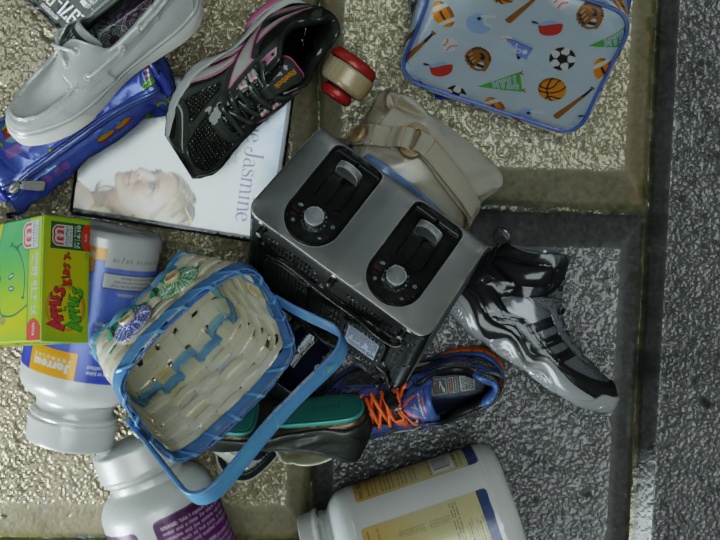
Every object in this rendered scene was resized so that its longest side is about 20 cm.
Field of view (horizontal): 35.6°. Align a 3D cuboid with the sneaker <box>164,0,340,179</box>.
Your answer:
[{"bbox_3d":[-0.092,-0.169,0.991,0.080,0.086,0.202,44,72,-35],"label":"sneaker"}]

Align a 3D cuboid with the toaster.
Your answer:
[{"bbox_3d":[0.000,0.000,0.966,0.180,0.201,0.119,36,69,8],"label":"toaster"}]

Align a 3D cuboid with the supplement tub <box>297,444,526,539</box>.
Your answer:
[{"bbox_3d":[0.050,0.259,1.051,0.196,0.144,0.147,-17,97,-1],"label":"supplement tub"}]

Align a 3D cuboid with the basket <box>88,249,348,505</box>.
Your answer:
[{"bbox_3d":[-0.125,0.083,0.932,0.176,0.199,0.140,-45,139,-18],"label":"basket"}]

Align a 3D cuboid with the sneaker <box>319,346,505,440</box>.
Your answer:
[{"bbox_3d":[0.046,0.119,1.069,0.196,0.078,0.077,-18,96,-2],"label":"sneaker"}]

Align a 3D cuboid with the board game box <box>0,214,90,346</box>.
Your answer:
[{"bbox_3d":[-0.310,0.015,0.980,0.047,0.198,0.104,5,82,-46],"label":"board game box"}]

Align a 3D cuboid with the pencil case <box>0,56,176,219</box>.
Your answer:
[{"bbox_3d":[-0.254,-0.130,1.003,0.198,0.087,0.078,-33,131,-1],"label":"pencil case"}]

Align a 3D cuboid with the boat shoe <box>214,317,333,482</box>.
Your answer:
[{"bbox_3d":[-0.078,0.115,1.071,0.074,0.062,0.202,33,94,-8],"label":"boat shoe"}]

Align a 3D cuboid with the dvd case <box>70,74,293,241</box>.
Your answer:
[{"bbox_3d":[-0.169,-0.110,1.063,0.196,0.018,0.146,8,95,-4],"label":"dvd case"}]

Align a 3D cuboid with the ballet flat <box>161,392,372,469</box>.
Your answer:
[{"bbox_3d":[-0.087,0.149,1.020,0.196,0.068,0.070,4,121,8],"label":"ballet flat"}]

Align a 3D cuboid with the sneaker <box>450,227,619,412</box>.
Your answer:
[{"bbox_3d":[0.184,0.045,1.070,0.198,0.076,0.115,34,96,-4],"label":"sneaker"}]

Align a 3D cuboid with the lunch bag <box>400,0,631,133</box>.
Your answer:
[{"bbox_3d":[0.135,-0.214,1.019,0.197,0.076,0.162,19,135,-3],"label":"lunch bag"}]

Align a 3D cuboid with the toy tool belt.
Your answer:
[{"bbox_3d":[0.023,-0.095,1.021,0.199,0.125,0.124,34,93,-19],"label":"toy tool belt"}]

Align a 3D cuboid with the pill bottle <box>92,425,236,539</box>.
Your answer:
[{"bbox_3d":[-0.176,0.252,1.053,0.110,0.112,0.203,-20,97,-1],"label":"pill bottle"}]

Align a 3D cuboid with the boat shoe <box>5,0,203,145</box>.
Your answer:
[{"bbox_3d":[-0.221,-0.184,0.935,0.198,0.069,0.073,-33,62,0],"label":"boat shoe"}]

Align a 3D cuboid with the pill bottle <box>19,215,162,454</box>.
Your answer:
[{"bbox_3d":[-0.251,0.059,1.028,0.110,0.112,0.204,10,95,-4],"label":"pill bottle"}]

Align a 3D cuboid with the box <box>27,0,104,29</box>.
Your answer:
[{"bbox_3d":[-0.265,-0.322,1.001,0.200,0.086,0.164,42,91,-7],"label":"box"}]
